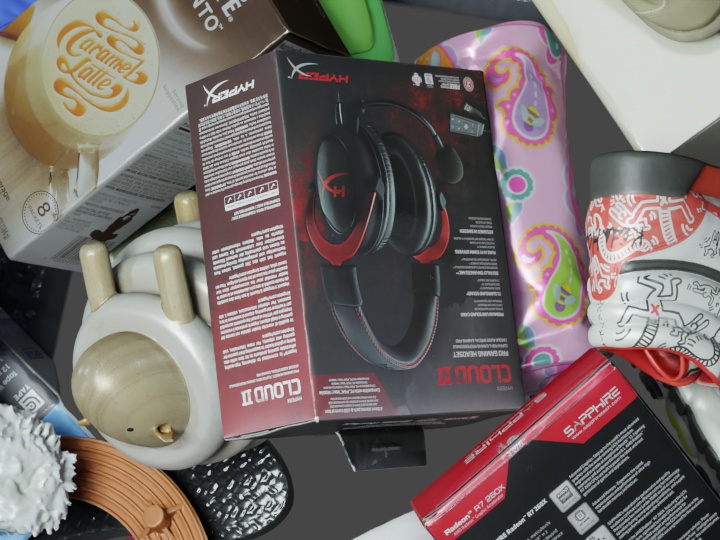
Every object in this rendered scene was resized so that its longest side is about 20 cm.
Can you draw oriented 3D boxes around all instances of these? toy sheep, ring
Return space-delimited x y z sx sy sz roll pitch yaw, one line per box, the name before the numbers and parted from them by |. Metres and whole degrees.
toy sheep | -0.083 0.033 1.143 0.137 0.200 0.139 14 117 30
ring | -0.173 0.184 1.162 0.199 0.019 0.202 -6 69 16

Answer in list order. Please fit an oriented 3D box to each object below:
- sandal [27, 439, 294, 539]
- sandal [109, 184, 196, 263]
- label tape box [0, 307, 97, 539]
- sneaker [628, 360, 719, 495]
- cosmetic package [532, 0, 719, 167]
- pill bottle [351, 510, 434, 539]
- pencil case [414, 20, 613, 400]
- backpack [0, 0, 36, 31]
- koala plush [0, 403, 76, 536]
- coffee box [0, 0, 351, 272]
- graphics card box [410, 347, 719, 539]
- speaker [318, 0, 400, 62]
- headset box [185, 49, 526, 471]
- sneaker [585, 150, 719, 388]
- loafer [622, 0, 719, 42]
sandal | -0.120 0.124 1.228 0.199 0.045 0.076 -8 73 29
sandal | -0.102 -0.072 1.220 0.079 0.057 0.202 10 83 -23
label tape box | -0.255 0.082 1.250 0.200 0.066 0.143 45 94 4
sneaker | 0.193 0.043 1.141 0.085 0.077 0.201 -25 78 -9
cosmetic package | 0.134 -0.145 1.154 0.073 0.103 0.201 -34 74 9
pill bottle | 0.047 0.233 1.125 0.112 0.112 0.201 -30 76 10
pencil case | 0.084 -0.030 1.165 0.087 0.087 0.201 -12 80 14
backpack | -0.256 -0.163 1.237 0.199 0.168 0.163 -32 67 12
koala plush | -0.246 0.063 1.143 0.176 0.184 0.201 -20 99 16
coffee box | -0.120 -0.104 1.157 0.200 0.080 0.115 -38 70 17
graphics card box | 0.133 0.153 1.091 0.125 0.051 0.200 -41 103 -1
speaker | -0.036 -0.166 1.215 0.088 0.088 0.201 -19 78 13
headset box | 0.000 0.000 1.083 0.075 0.148 0.201 -15 78 46
sneaker | 0.194 0.007 1.088 0.067 0.200 0.109 -4 80 56
loafer | 0.108 -0.194 1.079 0.200 0.068 0.076 39 93 17
